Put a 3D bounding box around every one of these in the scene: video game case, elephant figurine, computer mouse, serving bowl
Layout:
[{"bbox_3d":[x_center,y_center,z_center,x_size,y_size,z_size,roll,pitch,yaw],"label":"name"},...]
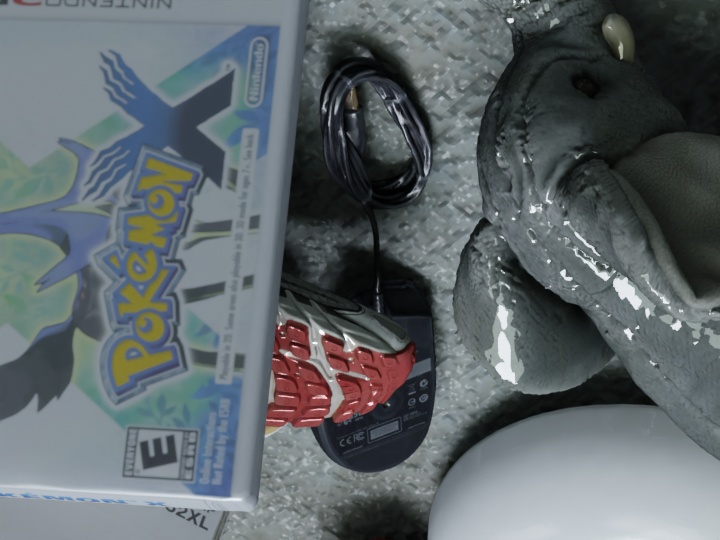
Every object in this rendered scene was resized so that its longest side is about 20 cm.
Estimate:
[{"bbox_3d":[-0.116,-0.019,0.762,0.182,0.200,0.022,2,164,10],"label":"video game case"},{"bbox_3d":[0.094,-0.016,0.738,0.200,0.155,0.142,20,114,-20],"label":"elephant figurine"},{"bbox_3d":[0.000,0.000,0.852,0.059,0.034,0.200,-17,128,-21],"label":"computer mouse"},{"bbox_3d":[0.121,0.148,0.911,0.200,0.066,0.200,9,133,10],"label":"serving bowl"}]

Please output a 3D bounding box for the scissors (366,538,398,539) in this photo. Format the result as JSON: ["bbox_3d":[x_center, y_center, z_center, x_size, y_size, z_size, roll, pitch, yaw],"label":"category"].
[{"bbox_3d":[0.086,0.171,0.997,0.200,0.014,0.073,15,130,1],"label":"scissors"}]

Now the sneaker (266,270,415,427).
[{"bbox_3d":[-0.069,-0.008,0.810,0.200,0.082,0.078,24,147,7],"label":"sneaker"}]

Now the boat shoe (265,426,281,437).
[{"bbox_3d":[-0.119,0.024,0.876,0.200,0.071,0.069,25,164,4],"label":"boat shoe"}]

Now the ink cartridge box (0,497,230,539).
[{"bbox_3d":[-0.165,0.134,0.948,0.145,0.084,0.200,28,142,-12],"label":"ink cartridge box"}]
